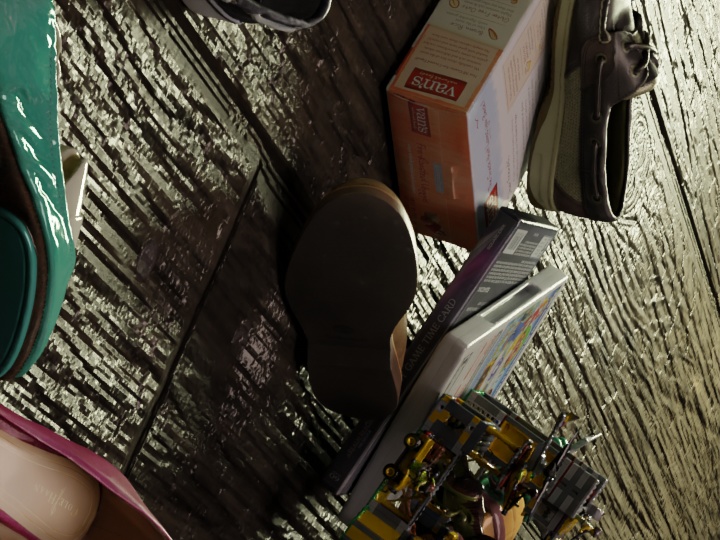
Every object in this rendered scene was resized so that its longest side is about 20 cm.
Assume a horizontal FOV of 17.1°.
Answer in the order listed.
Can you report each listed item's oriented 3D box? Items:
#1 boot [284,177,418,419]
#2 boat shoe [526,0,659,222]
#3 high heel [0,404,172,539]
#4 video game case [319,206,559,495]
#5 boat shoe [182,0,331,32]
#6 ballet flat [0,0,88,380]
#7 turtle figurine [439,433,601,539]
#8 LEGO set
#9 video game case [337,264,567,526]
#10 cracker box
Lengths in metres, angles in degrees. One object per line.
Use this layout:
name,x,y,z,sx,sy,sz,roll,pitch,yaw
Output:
boot,0.000,0.000,1.354,0.200,0.073,0.076,92,10,-55
boat shoe,0.151,-0.123,1.454,0.072,0.066,0.202,-40,144,-57
high heel,-0.147,0.087,0.975,0.068,0.096,0.200,-66,160,-13
video game case,0.052,0.050,1.490,0.200,0.019,0.143,-56,168,7
boat shoe,-0.061,-0.151,1.031,0.072,0.068,0.200,-68,160,-11
ballet flat,-0.135,-0.045,0.926,0.070,0.067,0.201,-43,146,-38
turtle figurine,0.096,0.190,1.718,0.200,0.100,0.150,-27,120,-42
LEGO set,0.078,0.153,1.457,0.154,0.116,0.200,-54,168,-5
video game case,0.061,0.077,1.516,0.144,0.018,0.200,-61,166,22
cracker box,0.086,-0.130,1.459,0.200,0.057,0.134,-60,158,-31
